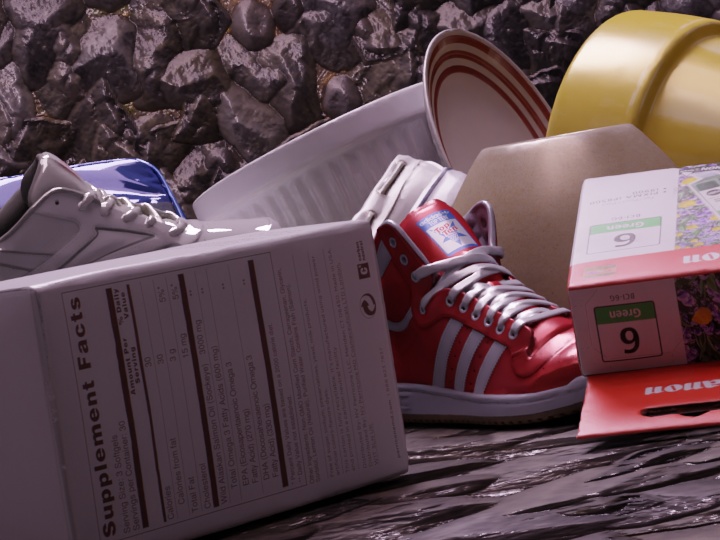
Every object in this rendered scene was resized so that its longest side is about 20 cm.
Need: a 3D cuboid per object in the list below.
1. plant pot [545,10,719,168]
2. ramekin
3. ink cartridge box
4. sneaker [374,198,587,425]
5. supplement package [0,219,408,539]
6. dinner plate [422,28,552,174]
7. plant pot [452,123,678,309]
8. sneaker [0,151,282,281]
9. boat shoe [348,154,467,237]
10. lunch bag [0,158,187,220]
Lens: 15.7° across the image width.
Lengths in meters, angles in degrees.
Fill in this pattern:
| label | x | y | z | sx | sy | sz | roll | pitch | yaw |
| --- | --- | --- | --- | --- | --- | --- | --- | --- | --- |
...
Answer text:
| label | x | y | z | sx | sy | sz | roll | pitch | yaw |
| --- | --- | --- | --- | --- | --- | --- | --- | --- | --- |
| plant pot | 0.247 | -0.062 | 1.690 | 0.188 | 0.202 | 0.200 | 10 | 14 | 36 |
| ramekin | -0.006 | -0.042 | 1.793 | 0.199 | 0.105 | 0.200 | -26 | -2 | -1 |
| ink cartridge box | 0.153 | 0.008 | 1.206 | 0.108 | 0.051 | 0.200 | -7 | 22 | 12 |
| sneaker | 0.070 | 0.017 | 1.312 | 0.071 | 0.113 | 0.200 | -11 | 3 | -36 |
| supplement package | -0.092 | 0.052 | 1.111 | 0.117 | 0.118 | 0.199 | -6 | 4 | 44 |
| dinner plate | 0.097 | -0.069 | 1.749 | 0.024 | 0.201 | 0.200 | -28 | -7 | 29 |
| plant pot | 0.128 | -0.014 | 1.561 | 0.199 | 0.135 | 0.200 | -10 | 2 | 0 |
| sneaker | -0.132 | -0.013 | 1.318 | 0.199 | 0.100 | 0.078 | -11 | 14 | -15 |
| boat shoe | 0.000 | 0.000 | 1.574 | 0.065 | 0.072 | 0.200 | 24 | 55 | 16 |
| lunch bag | -0.188 | 0.020 | 1.461 | 0.199 | 0.133 | 0.136 | -12 | 44 | -22 |
